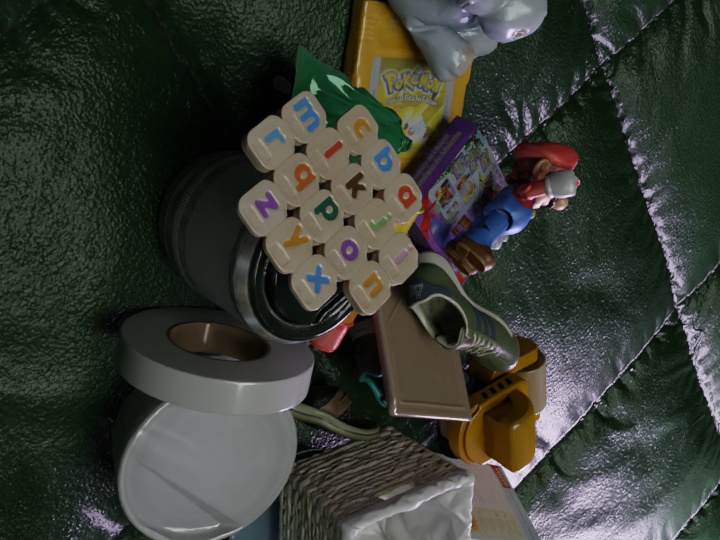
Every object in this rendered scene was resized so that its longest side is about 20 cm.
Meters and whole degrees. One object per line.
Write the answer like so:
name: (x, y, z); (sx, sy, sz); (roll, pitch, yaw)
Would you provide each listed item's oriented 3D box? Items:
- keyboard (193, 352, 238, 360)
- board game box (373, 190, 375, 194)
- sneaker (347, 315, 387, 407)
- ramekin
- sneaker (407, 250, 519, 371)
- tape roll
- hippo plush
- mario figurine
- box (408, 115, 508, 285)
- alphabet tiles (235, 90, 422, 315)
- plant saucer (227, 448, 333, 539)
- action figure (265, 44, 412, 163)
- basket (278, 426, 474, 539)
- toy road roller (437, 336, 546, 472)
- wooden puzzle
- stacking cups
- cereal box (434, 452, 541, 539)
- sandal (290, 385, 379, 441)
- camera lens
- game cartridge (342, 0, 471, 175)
keyboard: (-0.157, 0.089, 1.118); (0.200, 0.056, 0.011); (0, 105, -39)
board game box: (-0.031, -0.021, 1.135); (0.200, 0.019, 0.103); (-63, 177, 14)
sneaker: (0.048, 0.144, 1.275); (0.200, 0.077, 0.091); (42, 36, -36)
ramekin: (-0.178, 0.189, 1.104); (0.202, 0.094, 0.203); (-12, 115, -26)
sneaker: (0.121, 0.073, 1.235); (0.200, 0.067, 0.090); (48, 33, -23)
tape roll: (-0.147, 0.088, 1.030); (0.202, 0.203, 0.037); (-1, 110, -39)
hippo plush: (0.118, -0.313, 1.078); (0.200, 0.161, 0.160); (40, 64, -28)
mario figurine: (0.201, -0.069, 1.226); (0.200, 0.123, 0.106); (-47, 132, -12)
box: (0.120, -0.079, 1.253); (0.137, 0.039, 0.200); (-52, 146, -10)
alphabet tiles: (-0.024, -0.061, 0.930); (0.200, 0.015, 0.196); (55, 51, -13)
plant saucer: (-0.087, 0.313, 1.290); (0.200, 0.027, 0.201); (-16, 118, -33)
action figure: (-0.014, -0.156, 1.094); (0.200, 0.055, 0.119); (13, 94, -45)
basket: (0.016, 0.330, 1.255); (0.198, 0.161, 0.201); (-14, 116, -34)
toy road roller: (0.203, 0.194, 1.392); (0.200, 0.146, 0.123); (-24, 122, -29)
wooden puzzle: (0.067, 0.091, 1.238); (0.200, 0.037, 0.186); (18, 58, -55)
stacking cups: (0.000, 0.000, 1.150); (0.060, 0.061, 0.200); (11, 117, -41)
cereal box: (0.157, 0.329, 1.417); (0.200, 0.144, 0.040); (21, 122, -42)
sandal: (-0.045, 0.164, 1.231); (0.201, 0.080, 0.058); (29, 75, -42)
camera lens: (-0.095, -0.028, 1.021); (0.160, 0.200, 0.161); (-16, 118, -33)
game cartridge: (0.053, -0.207, 1.180); (0.176, 0.032, 0.201); (-5, 113, -37)
